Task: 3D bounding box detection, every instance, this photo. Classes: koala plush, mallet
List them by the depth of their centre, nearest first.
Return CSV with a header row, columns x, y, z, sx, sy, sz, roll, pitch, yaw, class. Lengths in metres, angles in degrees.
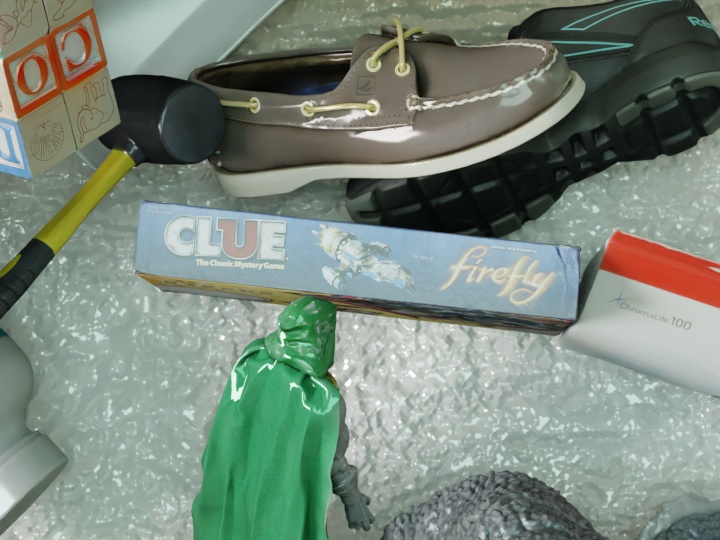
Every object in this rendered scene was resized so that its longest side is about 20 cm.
x,y,z,sx,sy,sz,roll,pitch,yaw,class
0.116,0.176,1.229,0.199,0.184,0.178,3,45,-23,koala plush
-0.135,-0.015,1.233,0.041,0.066,0.200,54,57,-30,mallet

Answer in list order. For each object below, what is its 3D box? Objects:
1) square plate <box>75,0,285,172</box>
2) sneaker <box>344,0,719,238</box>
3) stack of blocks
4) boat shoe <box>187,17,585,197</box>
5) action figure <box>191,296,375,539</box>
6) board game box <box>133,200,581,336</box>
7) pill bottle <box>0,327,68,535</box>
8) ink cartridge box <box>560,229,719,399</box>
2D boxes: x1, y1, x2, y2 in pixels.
x,y,z,sx,sy,sz,roll,pitch,yaw,class
-0.121,-0.183,1.324,0.200,0.028,0.198,-44,88,-1,square plate
0.083,-0.075,1.304,0.199,0.075,0.080,-22,57,6,sneaker
-0.206,-0.121,1.209,0.058,0.199,0.116,-36,127,-37,stack of blocks
0.007,-0.082,1.255,0.199,0.072,0.060,-8,118,33,boat shoe
-0.035,0.101,1.238,0.118,0.055,0.201,32,127,35,action figure
0.000,0.000,1.258,0.199,0.135,0.035,6,86,1,board game box
-0.231,0.043,1.271,0.111,0.111,0.200,-44,87,-2,pill bottle
0.177,0.034,1.220,0.159,0.200,0.048,19,87,2,ink cartridge box
